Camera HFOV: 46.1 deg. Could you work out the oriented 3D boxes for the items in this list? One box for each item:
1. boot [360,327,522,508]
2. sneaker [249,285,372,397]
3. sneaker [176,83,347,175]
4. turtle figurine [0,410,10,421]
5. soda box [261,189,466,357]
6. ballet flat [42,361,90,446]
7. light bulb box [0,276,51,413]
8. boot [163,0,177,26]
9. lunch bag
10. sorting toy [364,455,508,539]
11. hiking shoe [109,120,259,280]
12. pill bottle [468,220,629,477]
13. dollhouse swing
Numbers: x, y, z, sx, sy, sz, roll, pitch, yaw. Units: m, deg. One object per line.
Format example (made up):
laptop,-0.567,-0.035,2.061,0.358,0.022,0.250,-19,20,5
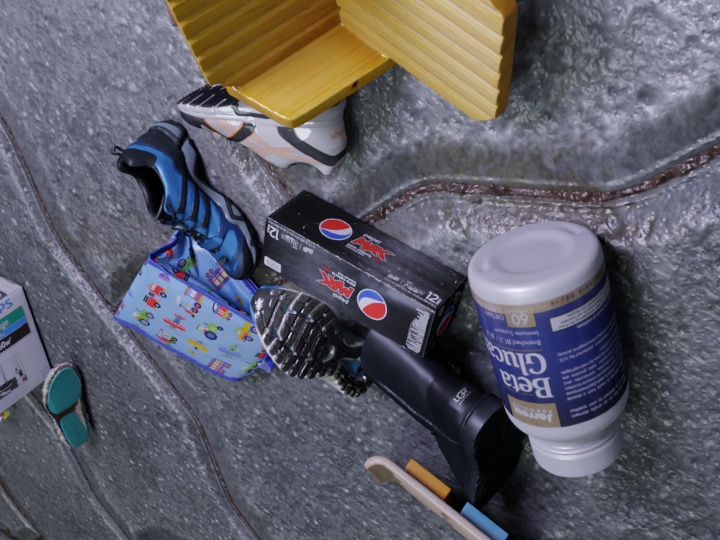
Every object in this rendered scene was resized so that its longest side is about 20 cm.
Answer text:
boot,0.081,0.143,0.881,0.168,0.076,0.201,39,161,33
sneaker,-0.059,0.071,0.895,0.089,0.079,0.200,31,172,40
sneaker,-0.097,-0.136,0.815,0.197,0.074,0.081,15,132,33
turtle figurine,-0.764,0.230,1.688,0.198,0.064,0.163,-2,119,42
soda box,0.000,0.000,0.835,0.198,0.071,0.064,30,132,19
ballet flat,-0.519,0.227,1.472,0.064,0.075,0.203,37,137,35
light bulb box,-0.662,0.106,1.457,0.196,0.125,0.203,21,132,29
boot,-0.140,-0.322,0.720,0.184,0.064,0.203,1,117,38
lunch bag,-0.183,0.059,1.042,0.199,0.094,0.151,40,137,-5
sorting toy,0.102,0.266,0.939,0.198,0.037,0.185,31,167,16
hiking shoe,-0.195,-0.064,0.945,0.074,0.087,0.201,-26,102,48
pill bottle,0.166,0.071,0.717,0.110,0.111,0.203,3,123,39
dollhouse swing,-0.013,-0.159,0.601,0.177,0.180,0.200,55,174,19
